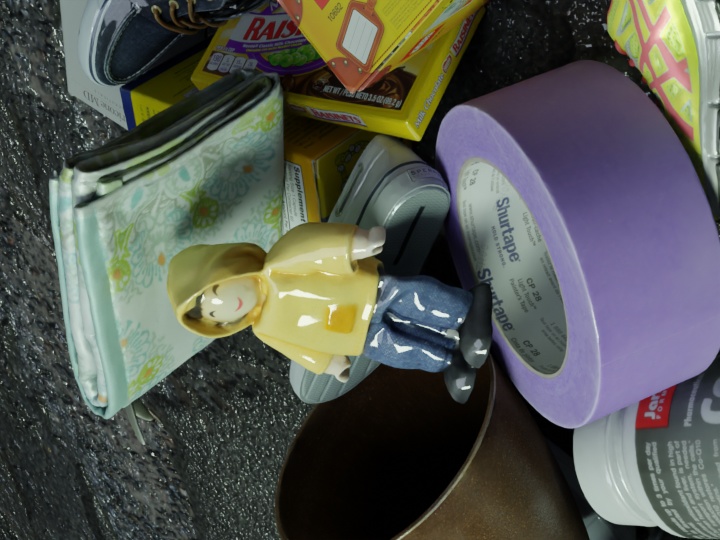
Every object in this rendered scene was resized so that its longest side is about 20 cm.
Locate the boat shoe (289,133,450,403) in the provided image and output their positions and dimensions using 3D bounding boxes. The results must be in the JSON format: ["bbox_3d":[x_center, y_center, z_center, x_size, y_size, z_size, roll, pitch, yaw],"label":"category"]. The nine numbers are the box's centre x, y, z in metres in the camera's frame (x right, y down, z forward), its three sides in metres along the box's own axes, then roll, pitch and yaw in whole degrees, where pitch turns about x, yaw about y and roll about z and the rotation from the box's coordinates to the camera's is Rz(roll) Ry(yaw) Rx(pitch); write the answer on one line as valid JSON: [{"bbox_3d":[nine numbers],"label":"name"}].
[{"bbox_3d":[0.000,0.000,0.824,0.201,0.073,0.067,-60,44,31],"label":"boat shoe"}]

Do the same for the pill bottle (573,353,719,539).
[{"bbox_3d":[0.235,0.107,0.753,0.199,0.114,0.115,-14,109,50],"label":"pill bottle"}]

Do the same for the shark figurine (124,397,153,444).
[{"bbox_3d":[-0.127,0.025,0.967,0.089,0.214,0.129,3,129,58],"label":"shark figurine"}]

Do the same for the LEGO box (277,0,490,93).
[{"bbox_3d":[0.062,-0.203,0.654,0.077,0.149,0.200,50,142,0],"label":"LEGO box"}]

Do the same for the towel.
[{"bbox_3d":[-0.116,-0.018,0.790,0.048,0.171,0.202,34,140,27],"label":"towel"}]

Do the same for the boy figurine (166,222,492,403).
[{"bbox_3d":[-0.019,0.018,0.744,0.197,0.065,0.125,14,132,-10],"label":"boy figurine"}]

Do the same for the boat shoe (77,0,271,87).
[{"bbox_3d":[-0.122,-0.192,0.852,0.091,0.070,0.201,50,114,26],"label":"boat shoe"}]

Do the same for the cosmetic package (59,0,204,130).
[{"bbox_3d":[-0.180,-0.216,0.961,0.101,0.071,0.202,31,139,25],"label":"cosmetic package"}]

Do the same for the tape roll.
[{"bbox_3d":[0.124,-0.015,0.727,0.200,0.084,0.202,160,90,-76],"label":"tape roll"}]

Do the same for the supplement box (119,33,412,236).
[{"bbox_3d":[-0.068,-0.087,0.916,0.199,0.109,0.110,24,135,33],"label":"supplement box"}]

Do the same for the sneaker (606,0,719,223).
[{"bbox_3d":[0.179,-0.124,0.668,0.090,0.078,0.202,11,122,50],"label":"sneaker"}]

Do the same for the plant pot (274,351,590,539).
[{"bbox_3d":[0.073,0.173,0.850,0.186,0.188,0.200,-8,135,48],"label":"plant pot"}]

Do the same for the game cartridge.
[{"bbox_3d":[0.107,0.180,0.953,0.199,0.042,0.134,35,128,-2],"label":"game cartridge"}]

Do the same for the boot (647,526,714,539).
[{"bbox_3d":[0.307,0.218,0.805,0.165,0.066,0.200,48,146,-8],"label":"boot"}]

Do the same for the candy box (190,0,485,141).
[{"bbox_3d":[-0.020,-0.151,0.825,0.198,0.103,0.026,16,160,37],"label":"candy box"}]
